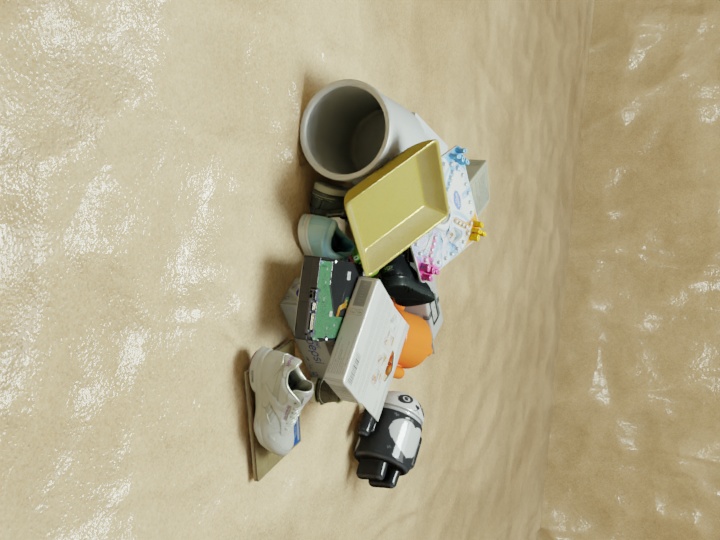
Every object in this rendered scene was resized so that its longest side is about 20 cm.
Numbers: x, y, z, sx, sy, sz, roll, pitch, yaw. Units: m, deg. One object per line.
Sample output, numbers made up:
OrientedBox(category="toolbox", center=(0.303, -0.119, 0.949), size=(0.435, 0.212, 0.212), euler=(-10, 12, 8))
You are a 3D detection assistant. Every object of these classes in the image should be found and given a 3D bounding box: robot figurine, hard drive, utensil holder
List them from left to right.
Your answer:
OrientedBox(category="hard drive", center=(-0.045, 0.051, 1.512), size=(0.200, 0.038, 0.140), euler=(8, 88, -65))
OrientedBox(category="utensil holder", center=(0.013, -0.233, 1.570), size=(0.200, 0.170, 0.171), euler=(3, 93, -65))
OrientedBox(category="robot figurine", center=(0.061, 0.350, 1.849), size=(0.150, 0.124, 0.200), euler=(88, 20, -61))
OrientedBox(category="robot figurine", center=(0.067, 0.136, 1.794), size=(0.200, 0.117, 0.144), euler=(22, 95, -49))

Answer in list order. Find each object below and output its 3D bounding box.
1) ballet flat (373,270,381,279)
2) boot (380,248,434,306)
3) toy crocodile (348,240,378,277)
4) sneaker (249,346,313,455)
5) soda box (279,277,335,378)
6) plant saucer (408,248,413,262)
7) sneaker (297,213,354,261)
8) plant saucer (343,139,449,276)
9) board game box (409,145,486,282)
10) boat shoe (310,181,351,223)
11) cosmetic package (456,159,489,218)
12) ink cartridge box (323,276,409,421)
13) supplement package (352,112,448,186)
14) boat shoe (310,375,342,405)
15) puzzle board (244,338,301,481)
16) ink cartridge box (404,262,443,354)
OrientedBox(category="ballet flat", center=(0.027, -0.034, 1.779), size=(0.075, 0.068, 0.200), euler=(35, 56, -37))
OrientedBox(category="boot", center=(0.084, -0.027, 1.728), size=(0.200, 0.076, 0.169), euler=(33, 49, -62))
OrientedBox(category="toy crocodile", center=(0.000, 0.000, 1.670), size=(0.200, 0.062, 0.068), euler=(91, -9, -51))
OrientedBox(category="sneaker", center=(-0.123, 0.220, 1.429), size=(0.075, 0.099, 0.201), euler=(-50, 140, -54))
OrientedBox(category="soda box", center=(-0.076, 0.106, 1.580), size=(0.200, 0.063, 0.068), euler=(72, 34, -41))
OrientedBox(category="plant saucer", center=(0.130, -0.061, 1.929), size=(0.200, 0.032, 0.201), euler=(-175, -90, -86))
OrientedBox(category="sneaker", center=(-0.046, -0.025, 1.588), size=(0.200, 0.082, 0.074), euler=(60, 44, -55))
OrientedBox(category="plant saucer", center=(0.055, -0.114, 1.518), size=(0.200, 0.048, 0.200), euler=(-37, 145, -16))
OrientedBox(category="board game box", center=(0.159, -0.108, 1.688), size=(0.200, 0.026, 0.200), euler=(-38, 123, -36))
OrientedBox(category="boat shoe", center=(-0.032, -0.120, 1.630), size=(0.200, 0.073, 0.062), euler=(4, 107, -62))
OrientedBox(category="cosmetic package", center=(0.205, -0.148, 1.846), size=(0.200, 0.073, 0.104), euler=(-47, 136, -52))
OrientedBox(category="ink cartridge box", center=(0.014, 0.141, 1.563), size=(0.176, 0.045, 0.200), euler=(57, 46, -52))
OrientedBox(category="supplement package", center=(0.085, -0.214, 1.790), size=(0.200, 0.111, 0.156), euler=(27, 71, -63))
OrientedBox(category="boat shoe", center=(-0.028, 0.208, 1.705), size=(0.202, 0.060, 0.072), euler=(-26, 118, -61))
OrientedBox(category="puzzle board", center=(-0.150, 0.236, 1.512), size=(0.151, 0.017, 0.201), euler=(-35, 127, -59))
OrientedBox(category="ink cartridge box", center=(0.106, 0.079, 1.894), size=(0.068, 0.116, 0.200), euler=(-56, 144, -42))
